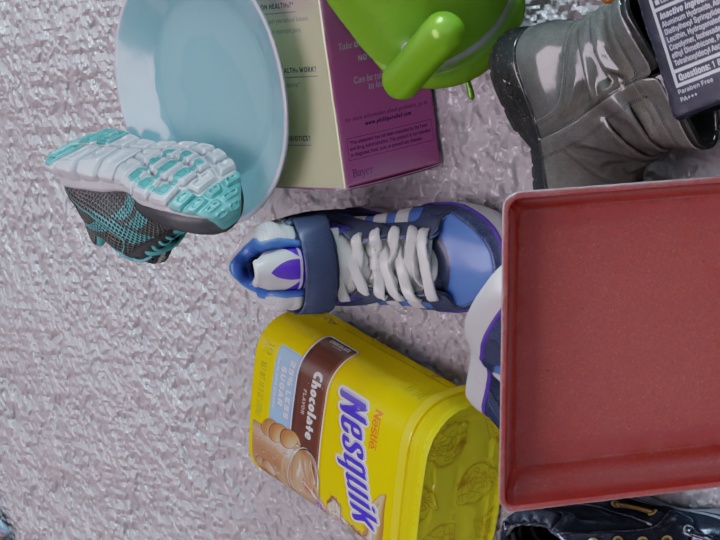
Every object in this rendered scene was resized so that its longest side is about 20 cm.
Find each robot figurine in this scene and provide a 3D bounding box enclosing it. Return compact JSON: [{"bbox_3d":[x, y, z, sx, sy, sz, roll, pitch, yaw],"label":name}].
[{"bbox_3d":[0.032,-0.196,1.202,0.116,0.200,0.176,-12,53,23],"label":"robot figurine"}]

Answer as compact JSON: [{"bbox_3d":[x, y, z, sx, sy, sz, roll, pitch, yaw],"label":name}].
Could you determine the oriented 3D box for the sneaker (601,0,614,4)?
[{"bbox_3d":[0.159,-0.218,1.135,0.200,0.088,0.075,40,140,2],"label":"sneaker"}]

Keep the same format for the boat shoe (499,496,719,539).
[{"bbox_3d":[0.187,0.191,1.226,0.200,0.091,0.071,11,111,46],"label":"boat shoe"}]

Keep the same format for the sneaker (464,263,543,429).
[{"bbox_3d":[0.142,0.073,1.197,0.146,0.081,0.200,37,155,19],"label":"sneaker"}]

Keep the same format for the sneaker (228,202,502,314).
[{"bbox_3d":[0.000,0.000,1.319,0.200,0.146,0.081,9,109,48],"label":"sneaker"}]

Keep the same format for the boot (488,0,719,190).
[{"bbox_3d":[0.165,-0.071,1.147,0.131,0.068,0.200,-6,116,51],"label":"boot"}]

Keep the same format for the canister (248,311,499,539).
[{"bbox_3d":[0.008,0.127,1.415,0.200,0.087,0.149,28,122,42],"label":"canister"}]

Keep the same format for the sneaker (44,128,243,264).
[{"bbox_3d":[-0.146,-0.045,1.370,0.200,0.078,0.091,18,132,48],"label":"sneaker"}]

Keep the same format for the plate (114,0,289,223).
[{"bbox_3d":[-0.109,-0.131,1.357,0.200,0.026,0.200,18,115,44],"label":"plate"}]

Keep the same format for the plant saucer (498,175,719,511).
[{"bbox_3d":[0.174,0.038,1.133,0.037,0.200,0.200,-131,38,-67],"label":"plant saucer"}]

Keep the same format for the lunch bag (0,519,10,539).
[{"bbox_3d":[-0.490,0.276,1.968,0.200,0.170,0.127,41,133,28],"label":"lunch bag"}]

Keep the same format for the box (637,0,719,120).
[{"bbox_3d":[0.243,-0.208,0.991,0.200,0.123,0.198,-19,89,42],"label":"box"}]

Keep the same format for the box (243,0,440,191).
[{"bbox_3d":[-0.046,-0.165,1.367,0.176,0.097,0.200,3,106,48],"label":"box"}]
